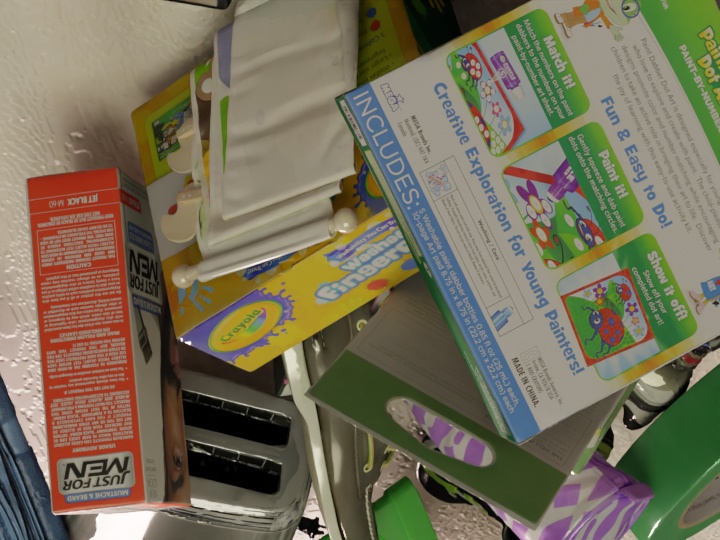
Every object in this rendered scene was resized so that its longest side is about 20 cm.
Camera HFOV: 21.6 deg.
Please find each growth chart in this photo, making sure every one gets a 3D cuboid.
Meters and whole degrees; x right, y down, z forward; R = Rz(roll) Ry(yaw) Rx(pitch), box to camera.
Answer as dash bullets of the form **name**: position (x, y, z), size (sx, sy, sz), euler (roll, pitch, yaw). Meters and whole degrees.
- **growth chart**: position (-0.050, -0.092, 1.060), size (0.144, 0.201, 0.018), euler (-9, 156, 35)

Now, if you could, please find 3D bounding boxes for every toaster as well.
- **toaster**: position (-0.109, 0.142, 1.282), size (0.199, 0.114, 0.129), euler (16, 148, -7)

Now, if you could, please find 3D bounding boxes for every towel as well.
- **towel**: position (-0.260, 0.119, 1.267), size (0.048, 0.111, 0.201), euler (-30, 110, -29)

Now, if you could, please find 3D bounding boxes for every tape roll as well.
- **tape roll**: position (0.249, 0.101, 1.219), size (0.200, 0.048, 0.201), euler (-32, 158, -14)

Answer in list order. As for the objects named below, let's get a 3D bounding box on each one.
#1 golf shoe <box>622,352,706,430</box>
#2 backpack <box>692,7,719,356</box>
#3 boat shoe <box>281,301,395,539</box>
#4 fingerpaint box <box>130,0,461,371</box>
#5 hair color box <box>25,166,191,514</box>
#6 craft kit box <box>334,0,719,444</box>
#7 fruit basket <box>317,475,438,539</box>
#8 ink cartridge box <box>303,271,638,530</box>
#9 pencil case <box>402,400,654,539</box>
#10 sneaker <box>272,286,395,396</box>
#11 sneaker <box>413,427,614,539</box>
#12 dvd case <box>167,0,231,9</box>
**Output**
- **golf shoe**: position (0.116, 0.021, 1.176), size (0.200, 0.073, 0.092), euler (37, 122, 16)
- **backpack**: position (0.170, -0.072, 1.095), size (0.199, 0.134, 0.183), euler (31, 101, 13)
- **boat shoe**: position (-0.008, 0.100, 1.195), size (0.060, 0.072, 0.202), euler (-14, 123, -4)
- **fingerpaint box**: position (-0.025, -0.064, 1.091), size (0.200, 0.167, 0.073), euler (-32, 145, 24)
- **hair color box**: position (-0.152, 0.047, 1.157), size (0.064, 0.201, 0.111), euler (-6, 172, 8)
- **craft kit box**: position (0.117, -0.045, 0.972), size (0.197, 0.049, 0.201), euler (-26, 95, -5)
- **fruit basket**: position (0.062, 0.242, 1.330), size (0.215, 0.156, 0.216), euler (-20, 155, -10)
- **ink cartridge box**: position (0.068, 0.065, 1.058), size (0.145, 0.200, 0.048), euler (29, 131, 11)
- **pencil case**: position (0.093, 0.094, 1.178), size (0.084, 0.200, 0.086), euler (-6, 138, -54)
- **sneaker**: position (0.000, 0.000, 1.219), size (0.086, 0.081, 0.200), euler (3, 138, -16)
- **sneaker**: position (0.094, 0.146, 1.277), size (0.071, 0.083, 0.200), euler (21, 156, -23)
- **dvd case**: position (-0.136, -0.242, 1.038), size (0.142, 0.018, 0.201), euler (11, 129, 6)
